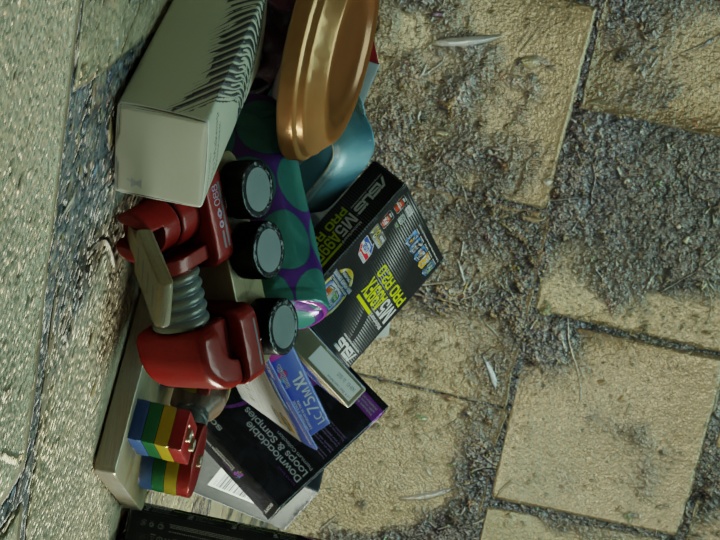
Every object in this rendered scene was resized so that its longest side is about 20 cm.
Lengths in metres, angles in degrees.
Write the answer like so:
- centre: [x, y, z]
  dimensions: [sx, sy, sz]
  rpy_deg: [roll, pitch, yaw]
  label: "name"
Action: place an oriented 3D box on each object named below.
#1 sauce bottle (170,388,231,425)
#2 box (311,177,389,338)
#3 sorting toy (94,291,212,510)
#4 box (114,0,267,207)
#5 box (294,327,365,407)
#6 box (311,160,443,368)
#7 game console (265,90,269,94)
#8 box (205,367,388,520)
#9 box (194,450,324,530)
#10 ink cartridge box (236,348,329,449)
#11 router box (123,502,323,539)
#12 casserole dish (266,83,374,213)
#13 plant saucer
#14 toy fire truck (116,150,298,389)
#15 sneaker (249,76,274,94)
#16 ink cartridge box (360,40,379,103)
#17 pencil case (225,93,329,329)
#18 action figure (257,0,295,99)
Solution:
- centre: [-0.161, 0.109, 1.550]
  dimensions: [0.201, 0.064, 0.065]
  rpy_deg: [-73, 175, -47]
  label: "sauce bottle"
- centre: [-0.053, -0.029, 1.681]
  dimensions: [0.200, 0.106, 0.154]
  rpy_deg: [40, -50, 51]
  label: "box"
- centre: [-0.165, 0.105, 1.349]
  dimensions: [0.199, 0.069, 0.202]
  rpy_deg: [95, 7, -72]
  label: "sorting toy"
- centre: [-0.123, -0.140, 1.129]
  dimensions: [0.201, 0.068, 0.083]
  rpy_deg: [-76, 177, -49]
  label: "box"
- centre: [-0.082, 0.058, 1.538]
  dimensions: [0.032, 0.121, 0.200]
  rpy_deg: [-45, -147, -6]
  label: "box"
- centre: [0.000, 0.000, 1.518]
  dimensions: [0.160, 0.044, 0.200]
  rpy_deg: [-49, 155, -8]
  label: "box"
- centre: [-0.132, -0.127, 1.561]
  dimensions: [0.200, 0.031, 0.178]
  rpy_deg: [-71, 178, -65]
  label: "game console"
- centre: [-0.080, 0.154, 1.625]
  dimensions: [0.200, 0.143, 0.036]
  rpy_deg: [-39, 172, -41]
  label: "box"
- centre: [-0.111, 0.160, 1.698]
  dimensions: [0.107, 0.147, 0.201]
  rpy_deg: [-52, -162, 49]
  label: "box"
- centre: [-0.091, 0.090, 1.442]
  dimensions: [0.120, 0.042, 0.200]
  rpy_deg: [65, -15, -20]
  label: "ink cartridge box"
- centre: [-0.138, 0.316, 1.445]
  dimensions: [0.062, 0.198, 0.151]
  rpy_deg: [154, -51, -87]
  label: "router box"
- centre: [-0.056, -0.123, 1.442]
  dimensions: [0.039, 0.122, 0.200]
  rpy_deg: [-30, 172, -32]
  label: "casserole dish"
- centre: [-0.022, -0.187, 1.267]
  dimensions: [0.200, 0.037, 0.202]
  rpy_deg: [15, 90, -80]
  label: "plant saucer"
- centre: [-0.132, 0.017, 1.145]
  dimensions: [0.200, 0.128, 0.178]
  rpy_deg: [-35, 120, -55]
  label: "toy fire truck"
- centre: [-0.092, -0.230, 1.467]
  dimensions: [0.200, 0.078, 0.078]
  rpy_deg: [-63, 173, -54]
  label: "sneaker"
- centre: [-0.038, -0.236, 1.633]
  dimensions: [0.201, 0.083, 0.177]
  rpy_deg: [-98, -152, -58]
  label: "ink cartridge box"
- centre: [-0.088, -0.048, 1.311]
  dimensions: [0.085, 0.092, 0.202]
  rpy_deg: [4, 70, -51]
  label: "pencil case"
- centre: [-0.049, -0.251, 1.333]
  dimensions: [0.199, 0.149, 0.134]
  rpy_deg: [-24, 150, -54]
  label: "action figure"
